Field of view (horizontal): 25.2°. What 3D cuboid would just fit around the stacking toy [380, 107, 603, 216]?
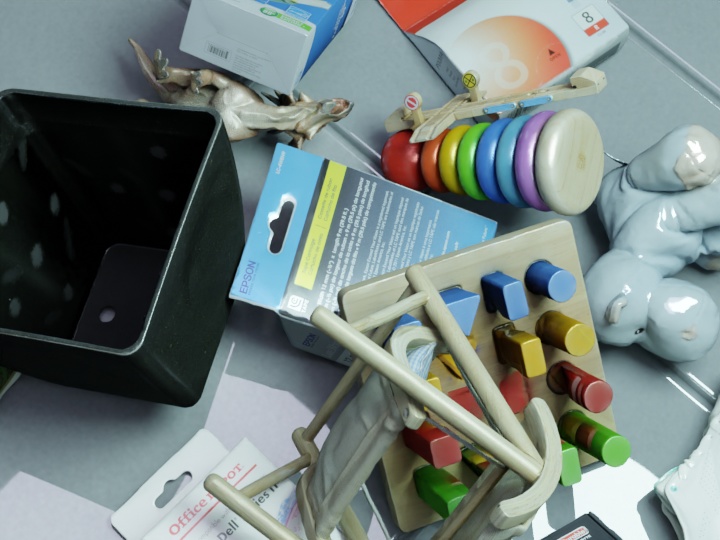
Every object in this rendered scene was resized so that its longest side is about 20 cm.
[{"bbox_3d":[0.100,-0.094,1.344,0.198,0.085,0.086,6,59,40],"label":"stacking toy"}]

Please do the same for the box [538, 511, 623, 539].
[{"bbox_3d":[0.146,0.285,1.182,0.198,0.050,0.198,-25,33,-16],"label":"box"}]

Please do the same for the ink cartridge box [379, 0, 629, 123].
[{"bbox_3d":[0.123,-0.243,1.466,0.161,0.050,0.201,-34,77,-18],"label":"ink cartridge box"}]

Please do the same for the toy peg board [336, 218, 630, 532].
[{"bbox_3d":[0.108,0.088,1.242,0.198,0.098,0.202,-18,104,-15],"label":"toy peg board"}]

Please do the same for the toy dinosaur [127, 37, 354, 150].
[{"bbox_3d":[-0.115,-0.136,1.375,0.199,0.087,0.135,27,21,33],"label":"toy dinosaur"}]

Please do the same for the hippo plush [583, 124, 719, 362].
[{"bbox_3d":[0.242,-0.018,1.322,0.198,0.160,0.162,22,65,3],"label":"hippo plush"}]

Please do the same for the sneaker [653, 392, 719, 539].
[{"bbox_3d":[0.281,0.166,1.300,0.087,0.075,0.202,6,67,10],"label":"sneaker"}]

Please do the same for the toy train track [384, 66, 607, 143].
[{"bbox_3d":[0.106,-0.148,1.334,0.198,0.033,0.115,-7,21,32],"label":"toy train track"}]

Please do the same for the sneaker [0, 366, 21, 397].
[{"bbox_3d":[-0.310,0.075,1.261,0.076,0.089,0.202,14,66,1],"label":"sneaker"}]

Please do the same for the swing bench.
[{"bbox_3d":[0.025,0.145,1.137,0.200,0.200,0.129,47,36,16],"label":"swing bench"}]

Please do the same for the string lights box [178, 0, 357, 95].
[{"bbox_3d":[-0.070,-0.228,1.380,0.102,0.059,0.200,22,32,4],"label":"string lights box"}]

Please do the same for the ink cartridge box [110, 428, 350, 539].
[{"bbox_3d":[-0.088,0.215,1.236,0.200,0.067,0.117,42,69,12],"label":"ink cartridge box"}]

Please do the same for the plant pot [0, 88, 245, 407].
[{"bbox_3d":[-0.193,-0.001,1.241,0.197,0.178,0.202,8,65,21],"label":"plant pot"}]

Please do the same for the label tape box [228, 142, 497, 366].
[{"bbox_3d":[0.000,0.000,1.324,0.198,0.066,0.145,19,66,-7],"label":"label tape box"}]
